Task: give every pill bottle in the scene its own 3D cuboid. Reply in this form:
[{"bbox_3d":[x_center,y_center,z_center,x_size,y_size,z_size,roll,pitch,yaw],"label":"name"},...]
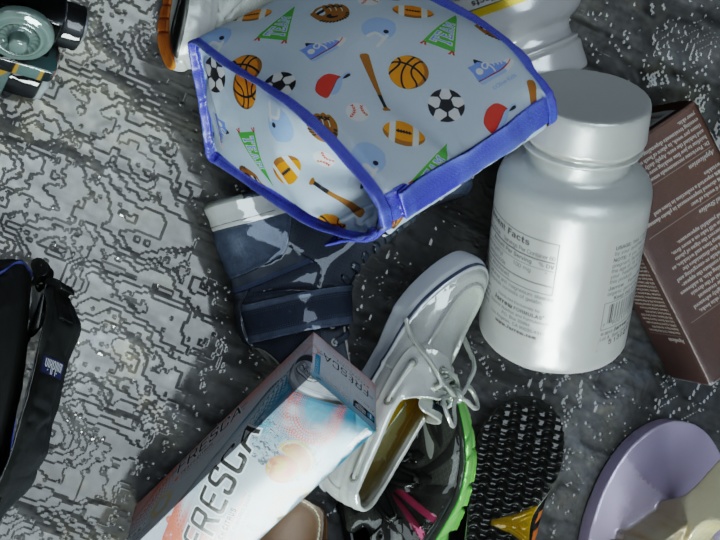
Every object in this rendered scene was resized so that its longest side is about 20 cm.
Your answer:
[{"bbox_3d":[0.097,-0.233,1.190,0.112,0.112,0.202,-22,100,-16],"label":"pill bottle"},{"bbox_3d":[0.151,-0.036,1.177,0.113,0.115,0.201,-7,123,-18],"label":"pill bottle"}]

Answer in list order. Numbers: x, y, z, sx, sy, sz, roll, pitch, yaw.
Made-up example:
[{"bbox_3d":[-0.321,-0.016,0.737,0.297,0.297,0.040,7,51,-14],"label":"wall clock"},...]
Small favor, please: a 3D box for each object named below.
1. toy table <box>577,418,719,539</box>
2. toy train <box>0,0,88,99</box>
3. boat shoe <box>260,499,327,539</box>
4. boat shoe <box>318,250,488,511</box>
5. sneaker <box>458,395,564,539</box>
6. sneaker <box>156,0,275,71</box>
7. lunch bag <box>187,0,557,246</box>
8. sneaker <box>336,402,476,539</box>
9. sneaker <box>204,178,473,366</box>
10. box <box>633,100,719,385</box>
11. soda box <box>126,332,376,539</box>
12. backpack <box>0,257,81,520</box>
[{"bbox_3d":[0.249,0.223,1.260,0.182,0.117,0.202,3,93,-18],"label":"toy table"},{"bbox_3d":[-0.284,-0.171,1.068,0.199,0.114,0.086,14,53,-24],"label":"toy train"},{"bbox_3d":[-0.080,0.258,1.167,0.075,0.074,0.201,27,84,-7],"label":"boat shoe"},{"bbox_3d":[0.045,0.086,1.160,0.203,0.086,0.075,-53,143,-4],"label":"boat shoe"},{"bbox_3d":[0.104,0.195,1.239,0.069,0.090,0.201,15,61,-2],"label":"sneaker"},{"bbox_3d":[-0.080,-0.234,1.159,0.091,0.076,0.202,12,96,-26],"label":"sneaker"},{"bbox_3d":[0.009,-0.107,1.101,0.170,0.199,0.125,-34,136,-28],"label":"lunch bag"},{"bbox_3d":[0.028,0.172,1.204,0.083,0.077,0.202,19,85,-22],"label":"sneaker"},{"bbox_3d":[-0.001,0.000,1.181,0.201,0.077,0.147,-14,89,-11],"label":"sneaker"},{"bbox_3d":[0.253,-0.022,1.274,0.100,0.075,0.201,-31,100,-15],"label":"box"},{"bbox_3d":[-0.077,0.140,1.128,0.063,0.069,0.200,40,108,-16],"label":"soda box"},{"bbox_3d":[-0.287,0.087,1.040,0.153,0.200,0.192,3,94,14],"label":"backpack"}]
